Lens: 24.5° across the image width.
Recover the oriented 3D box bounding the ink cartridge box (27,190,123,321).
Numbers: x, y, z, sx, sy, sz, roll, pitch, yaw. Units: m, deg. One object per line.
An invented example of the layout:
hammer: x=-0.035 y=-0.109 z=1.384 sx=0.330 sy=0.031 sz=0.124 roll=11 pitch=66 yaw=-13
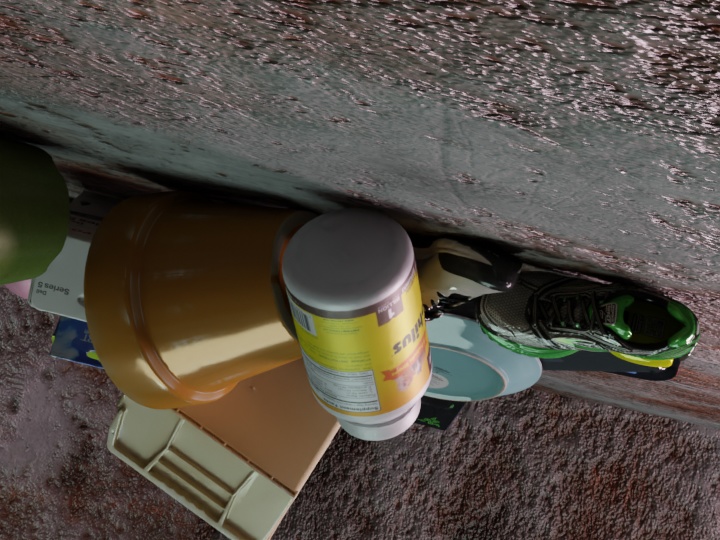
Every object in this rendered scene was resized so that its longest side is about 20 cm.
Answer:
ink cartridge box: x=-0.244 y=-0.009 z=1.700 sx=0.145 sy=0.085 sz=0.200 roll=14 pitch=-166 yaw=-1

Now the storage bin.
storage bin: x=-0.127 y=0.146 z=1.665 sx=0.198 sy=0.094 sz=0.200 roll=35 pitch=-145 yaw=0

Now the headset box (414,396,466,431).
headset box: x=0.038 y=0.089 z=1.801 sx=0.199 sy=0.093 sz=0.174 roll=15 pitch=155 yaw=-5

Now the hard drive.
hard drive: x=0.179 y=0.059 z=1.593 sx=0.199 sy=0.033 sz=0.139 roll=-1 pitch=154 yaw=38

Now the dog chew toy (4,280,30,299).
dog chew toy: x=-0.416 y=-0.040 z=1.982 sx=0.199 sy=0.125 sz=0.124 roll=20 pitch=179 yaw=29

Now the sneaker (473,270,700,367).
sneaker: x=0.198 y=0.035 z=1.439 sx=0.199 sy=0.079 sz=0.085 roll=4 pitch=167 yaw=5

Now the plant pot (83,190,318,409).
plant pot: x=-0.118 y=0.019 z=1.507 sx=0.182 sy=0.201 sz=0.200 roll=-8 pitch=164 yaw=31

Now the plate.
plate: x=0.081 y=0.093 z=1.645 sx=0.199 sy=0.026 sz=0.200 roll=10 pitch=155 yaw=5

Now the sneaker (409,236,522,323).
sneaker: x=0.071 y=0.014 z=1.450 sx=0.073 sy=0.080 sz=0.200 roll=18 pitch=172 yaw=-28

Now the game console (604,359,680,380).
game console: x=0.224 y=0.063 z=1.656 sx=0.199 sy=0.031 sz=0.177 roll=10 pitch=165 yaw=9

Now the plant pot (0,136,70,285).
plant pot: x=-0.360 y=-0.054 z=1.427 sx=0.199 sy=0.201 sz=0.189 roll=10 pitch=-174 yaw=38

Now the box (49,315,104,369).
box: x=-0.259 y=0.028 z=1.818 sx=0.121 sy=0.201 sz=0.048 roll=14 pitch=151 yaw=-3

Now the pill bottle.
pill bottle: x=0.002 y=0.052 z=1.395 sx=0.109 sy=0.110 sz=0.201 roll=12 pitch=140 yaw=21
